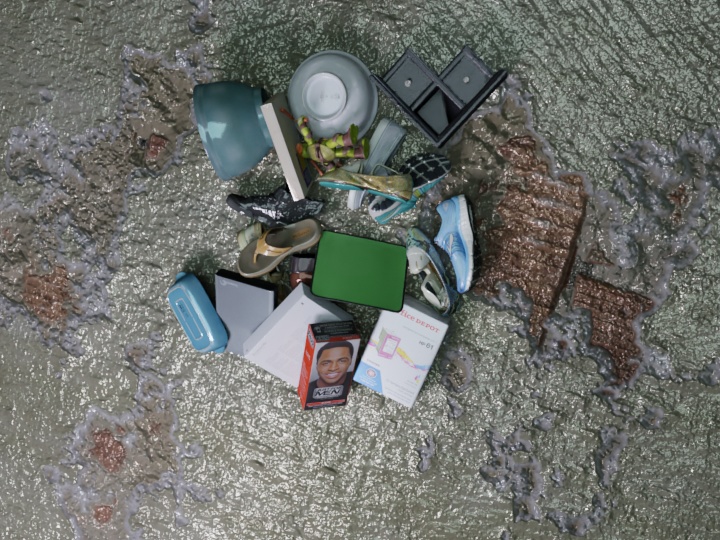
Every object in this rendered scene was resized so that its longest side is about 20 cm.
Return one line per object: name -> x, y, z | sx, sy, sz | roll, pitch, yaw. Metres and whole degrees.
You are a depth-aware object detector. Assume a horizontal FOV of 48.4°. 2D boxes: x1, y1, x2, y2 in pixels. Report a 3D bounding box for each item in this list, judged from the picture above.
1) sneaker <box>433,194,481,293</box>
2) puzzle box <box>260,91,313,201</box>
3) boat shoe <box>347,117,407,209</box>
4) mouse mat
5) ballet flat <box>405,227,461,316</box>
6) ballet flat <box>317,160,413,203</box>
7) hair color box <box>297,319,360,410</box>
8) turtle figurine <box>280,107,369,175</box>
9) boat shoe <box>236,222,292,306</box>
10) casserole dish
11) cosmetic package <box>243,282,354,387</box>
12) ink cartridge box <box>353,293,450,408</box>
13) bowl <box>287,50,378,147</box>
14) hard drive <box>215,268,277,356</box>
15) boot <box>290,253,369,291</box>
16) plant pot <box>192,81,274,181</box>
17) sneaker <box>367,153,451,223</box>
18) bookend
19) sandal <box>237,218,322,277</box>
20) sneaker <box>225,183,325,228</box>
sneaker -> 0.198, -0.052, 1.665 | 0.088, 0.078, 0.204 | -8, 88, 22
puzzle box -> -0.147, -0.255, 1.640 | 0.025, 0.133, 0.203 | -15, 108, 11
boat shoe -> 0.036, -0.213, 1.665 | 0.071, 0.070, 0.203 | 26, 100, 8
mouse mat -> 0.000, 0.000, 1.665 | 0.196, 0.008, 0.163 | 11, 61, -4
ballet flat -> 0.142, 0.006, 1.670 | 0.074, 0.074, 0.202 | -33, 90, 13
ballet flat -> 0.013, -0.185, 1.603 | 0.197, 0.071, 0.072 | 13, 100, 15
hair color box -> -0.069, 0.201, 1.687 | 0.100, 0.062, 0.202 | -4, 130, -19
turtle figurine -> -0.072, -0.254, 1.621 | 0.159, 0.065, 0.201 | -4, 137, 32
boat shoe -> -0.201, -0.004, 1.737 | 0.062, 0.073, 0.202 | -26, 93, 15
casserole dish -> -0.366, 0.100, 1.770 | 0.120, 0.039, 0.202 | -25, 93, 48
cosmetic package -> -0.131, 0.140, 1.699 | 0.150, 0.052, 0.200 | 34, 111, -32
ink cartridge box -> 0.089, 0.164, 1.701 | 0.143, 0.085, 0.203 | 24, 100, 7
bowl -> -0.067, -0.356, 1.655 | 0.197, 0.090, 0.205 | 2, 99, 11
hard drive -> -0.246, 0.100, 1.735 | 0.137, 0.033, 0.203 | 15, 125, 14
boot -> -0.064, 0.071, 1.728 | 0.185, 0.069, 0.204 | 1, 105, -4
plant pot -> -0.245, -0.301, 1.647 | 0.132, 0.200, 0.204 | -15, 95, 6
sneaker -> 0.101, -0.171, 1.662 | 0.198, 0.080, 0.078 | -34, 59, -3
bookend -> 0.158, -0.387, 1.607 | 0.200, 0.092, 0.199 | -45, 88, 12
sandal -> -0.174, -0.057, 1.674 | 0.198, 0.054, 0.081 | -26, 65, 4
sneaker -> -0.183, -0.147, 1.723 | 0.198, 0.060, 0.105 | 27, 104, 0
